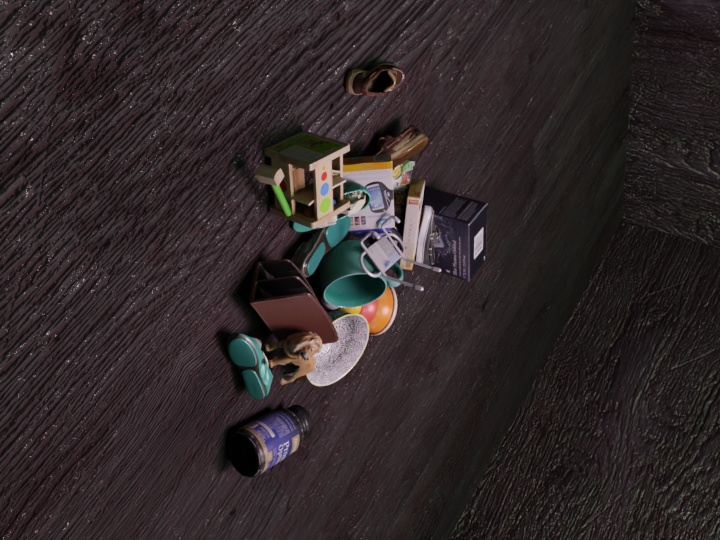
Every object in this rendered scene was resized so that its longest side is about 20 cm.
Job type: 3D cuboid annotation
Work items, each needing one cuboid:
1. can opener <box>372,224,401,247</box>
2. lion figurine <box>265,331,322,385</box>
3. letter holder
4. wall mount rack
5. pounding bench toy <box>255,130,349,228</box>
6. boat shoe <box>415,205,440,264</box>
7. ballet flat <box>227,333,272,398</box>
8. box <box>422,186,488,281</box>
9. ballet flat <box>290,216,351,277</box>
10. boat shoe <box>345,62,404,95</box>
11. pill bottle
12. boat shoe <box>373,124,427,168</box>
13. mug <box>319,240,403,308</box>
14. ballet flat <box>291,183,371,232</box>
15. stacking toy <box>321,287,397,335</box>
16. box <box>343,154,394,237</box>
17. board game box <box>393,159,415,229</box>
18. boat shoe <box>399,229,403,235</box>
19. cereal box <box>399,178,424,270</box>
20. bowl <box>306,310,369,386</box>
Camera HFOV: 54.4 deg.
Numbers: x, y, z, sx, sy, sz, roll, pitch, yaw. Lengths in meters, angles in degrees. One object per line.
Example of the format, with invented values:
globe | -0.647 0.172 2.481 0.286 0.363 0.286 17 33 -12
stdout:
can opener | 0.041 -0.116 1.739 0.063 0.079 0.200 -34 128 12
lion figurine | -0.134 0.189 1.533 0.200 0.121 0.073 79 -3 -69
letter holder | -0.130 0.070 1.496 0.201 0.140 0.102 63 25 -52
wall mount rack | 0.088 -0.030 1.599 0.074 0.174 0.200 -37 -179 35
pounding bench toy | -0.127 -0.163 1.403 0.199 0.123 0.158 -35 136 -43
boat shoe | 0.183 -0.092 1.875 0.201 0.056 0.069 94 4 -47
ballet flat | -0.235 0.188 1.503 0.071 0.066 0.202 -73 159 -46
box | 0.242 -0.102 1.955 0.117 0.198 0.198 -45 141 -38
ballet flat | -0.095 -0.066 1.576 0.201 0.063 0.068 -53 143 -35
boat shoe | 0.050 -0.424 1.578 0.199 0.071 0.073 -22 126 -51
pill bottle | -0.204 0.388 1.628 0.199 0.111 0.113 -20 125 -51
boat shoe | 0.068 -0.290 1.689 0.199 0.072 0.072 -34 167 -17
mug | -0.010 0.004 1.656 0.184 0.116 0.152 18 137 -39
ballet flat | -0.057 -0.136 1.539 0.199 0.070 0.068 -29 126 -26
stacking toy | -0.018 0.079 1.757 0.199 0.145 0.148 15 96 -42
box | 0.019 -0.171 1.644 0.042 0.117 0.202 -95 -179 -52
board game box | 0.075 -0.188 1.786 0.104 0.023 0.203 1 108 -38
boat shoe | 0.066 -0.045 1.842 0.202 0.062 0.074 -49 138 -40
cereal box | 0.135 -0.122 1.828 0.144 0.039 0.202 -71 168 -62
bowl | -0.082 0.169 1.692 0.200 0.094 0.203 -30 138 -32
